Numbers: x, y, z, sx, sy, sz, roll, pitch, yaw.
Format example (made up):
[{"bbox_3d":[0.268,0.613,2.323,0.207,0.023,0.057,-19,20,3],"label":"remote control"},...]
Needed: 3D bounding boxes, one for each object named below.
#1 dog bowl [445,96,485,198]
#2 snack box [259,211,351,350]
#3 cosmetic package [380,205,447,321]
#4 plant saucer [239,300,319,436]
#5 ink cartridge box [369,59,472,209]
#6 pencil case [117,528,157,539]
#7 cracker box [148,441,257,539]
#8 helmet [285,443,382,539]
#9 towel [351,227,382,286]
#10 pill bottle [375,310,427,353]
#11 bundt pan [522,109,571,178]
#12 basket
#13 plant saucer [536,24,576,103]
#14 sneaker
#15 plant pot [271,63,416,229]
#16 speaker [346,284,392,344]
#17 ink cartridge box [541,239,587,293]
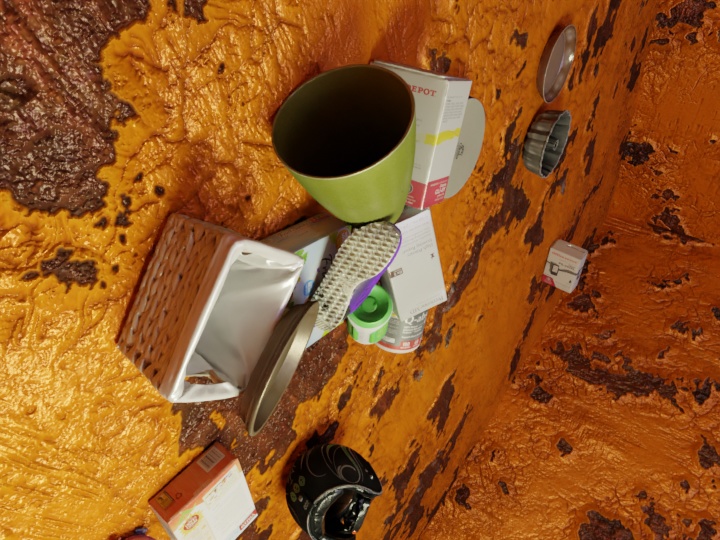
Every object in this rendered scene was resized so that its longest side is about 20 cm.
[{"bbox_3d":[0.162,-0.245,1.009,0.200,0.079,0.200,-38,142,-38],"label":"dog bowl"},{"bbox_3d":[-0.095,0.028,0.820,0.169,0.068,0.200,-31,139,-45],"label":"snack box"},{"bbox_3d":[0.081,-0.018,0.906,0.102,0.074,0.200,-25,124,-9],"label":"cosmetic package"},{"bbox_3d":[-0.111,0.128,0.709,0.200,0.029,0.200,25,90,-86],"label":"plant saucer"},{"bbox_3d":[0.078,-0.219,0.826,0.083,0.145,0.200,-24,132,-48],"label":"ink cartridge box"},{"bbox_3d":[-0.354,0.490,0.751,0.087,0.087,0.200,19,95,-60],"label":"pencil case"},{"bbox_3d":[-0.254,0.399,0.861,0.134,0.058,0.200,-39,141,-36],"label":"cracker box"},{"bbox_3d":[-0.059,0.463,1.089,0.200,0.191,0.200,-4,103,-18],"label":"helmet"},{"bbox_3d":[0.040,-0.064,0.964,0.144,0.023,0.200,35,75,-41],"label":"towel"},{"bbox_3d":[0.088,0.065,1.093,0.116,0.116,0.200,-27,134,-47],"label":"pill bottle"},{"bbox_3d":[0.538,-0.377,1.511,0.202,0.076,0.202,-38,142,-39],"label":"bundt pan"},{"bbox_3d":[-0.184,0.042,0.632,0.136,0.123,0.200,18,98,-61],"label":"basket"},{"bbox_3d":[0.527,-0.559,1.397,0.200,0.034,0.200,-38,141,-39],"label":"plant saucer"},{"bbox_3d":[-0.001,0.000,0.790,0.200,0.070,0.100,-51,168,25],"label":"sneaker"},{"bbox_3d":[0.000,-0.146,0.728,0.187,0.187,0.200,-55,153,-15],"label":"plant pot"},{"bbox_3d":[0.014,0.085,0.964,0.088,0.088,0.200,-56,171,-14],"label":"speaker"},{"bbox_3d":[0.915,-0.020,2.318,0.083,0.145,0.200,-38,142,-34],"label":"ink cartridge box"}]
